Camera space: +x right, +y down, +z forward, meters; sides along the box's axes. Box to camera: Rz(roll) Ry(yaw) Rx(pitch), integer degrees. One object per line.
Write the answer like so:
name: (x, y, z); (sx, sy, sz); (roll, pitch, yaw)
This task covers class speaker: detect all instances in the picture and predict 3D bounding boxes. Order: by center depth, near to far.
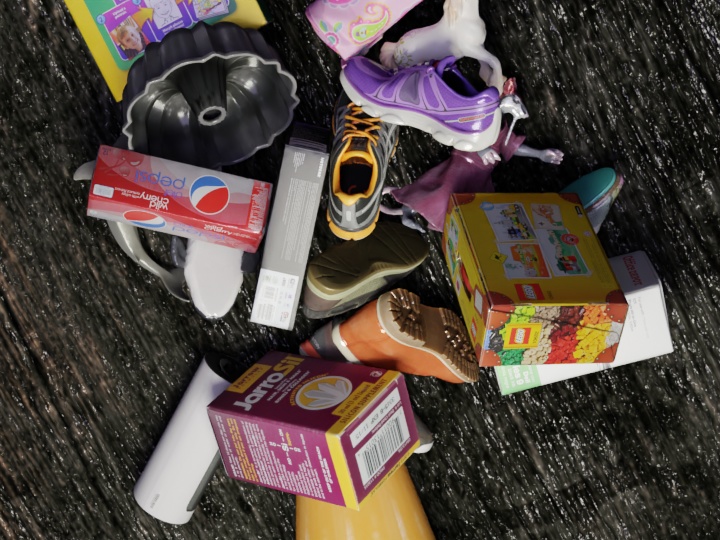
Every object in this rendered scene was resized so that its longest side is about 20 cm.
speaker: (-0.197, 0.201, 1.672); (0.080, 0.081, 0.202); (28, 104, -3)

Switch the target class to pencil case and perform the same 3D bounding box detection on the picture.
pencil case: (0.033, -0.314, 1.527); (0.199, 0.088, 0.088); (-38, 99, 12)

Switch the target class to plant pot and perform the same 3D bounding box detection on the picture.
plant pot: (0.002, 0.309, 1.639); (0.197, 0.200, 0.186); (-11, 88, 7)

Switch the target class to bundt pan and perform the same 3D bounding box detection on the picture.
bundt pan: (-0.171, -0.199, 1.530); (0.200, 0.202, 0.077); (-25, 60, 9)

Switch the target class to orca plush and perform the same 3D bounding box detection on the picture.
orca plush: (-0.182, -0.037, 1.618); (0.104, 0.071, 0.203); (-13, 81, -23)

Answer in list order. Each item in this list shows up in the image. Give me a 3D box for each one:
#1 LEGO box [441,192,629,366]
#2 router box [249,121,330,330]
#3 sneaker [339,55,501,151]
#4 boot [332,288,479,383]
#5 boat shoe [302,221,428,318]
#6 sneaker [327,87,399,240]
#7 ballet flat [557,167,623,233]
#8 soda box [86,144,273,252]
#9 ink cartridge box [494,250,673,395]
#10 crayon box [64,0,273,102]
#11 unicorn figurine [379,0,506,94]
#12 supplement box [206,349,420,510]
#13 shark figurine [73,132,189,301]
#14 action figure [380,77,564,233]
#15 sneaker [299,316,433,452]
LEGO box: (0.178, 0.005, 1.457); (0.146, 0.201, 0.078); (-1, 128, -10)
router box: (-0.078, -0.054, 1.559); (0.051, 0.157, 0.203); (12, 105, -4)
sneaker: (0.069, -0.198, 1.492); (0.198, 0.080, 0.085); (23, 118, 27)
boot: (0.056, 0.088, 1.608); (0.106, 0.076, 0.199); (-27, 141, 31)
boat shoe: (0.000, 0.001, 1.567); (0.072, 0.200, 0.066); (44, 127, 16)
sneaker: (0.003, -0.139, 1.544); (0.077, 0.077, 0.203); (3, 71, 3)
ballet flat: (0.223, -0.044, 1.596); (0.199, 0.069, 0.071); (-32, 118, 15)
soda box: (-0.201, -0.078, 1.545); (0.197, 0.070, 0.064); (13, 70, -9)
ink cartridge box: (0.242, 0.056, 1.571); (0.197, 0.146, 0.085); (-15, 105, 8)
crayon box: (-0.224, -0.313, 1.558); (0.198, 0.058, 0.174); (-25, 100, 10)
unicorn figurine: (0.104, -0.250, 1.515); (0.198, 0.074, 0.138); (-25, 116, 20)
supplement box: (-0.053, 0.175, 1.564); (0.198, 0.131, 0.104); (6, 124, 37)
shark figurine: (-0.269, -0.061, 1.610); (0.126, 0.090, 0.218); (-12, 101, 8)
action figure: (0.129, -0.127, 1.577); (0.148, 0.133, 0.202); (25, 93, 41)
sneaker: (0.021, 0.133, 1.645); (0.200, 0.077, 0.082); (41, 97, -7)
